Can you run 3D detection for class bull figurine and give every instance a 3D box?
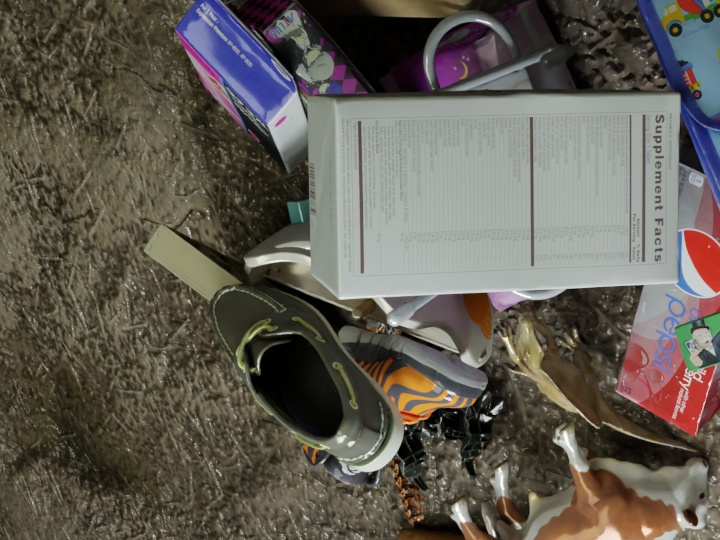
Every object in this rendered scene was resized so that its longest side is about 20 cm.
[{"bbox_3d":[0.167,0.182,1.162,0.200,0.065,0.122,-39,87,25],"label":"bull figurine"}]

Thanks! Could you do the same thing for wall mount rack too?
[{"bbox_3d":[0.073,-0.059,0.979,0.075,0.173,0.201,-123,12,-78],"label":"wall mount rack"}]

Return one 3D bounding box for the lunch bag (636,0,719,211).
[{"bbox_3d":[0.259,-0.111,0.878,0.150,0.094,0.201,-23,91,9],"label":"lunch bag"}]

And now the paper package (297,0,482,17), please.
[{"bbox_3d":[-0.019,-0.259,0.994,0.190,0.104,0.200,9,159,38],"label":"paper package"}]

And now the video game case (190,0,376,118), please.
[{"bbox_3d":[-0.031,-0.127,1.094,0.181,0.036,0.200,48,176,-26],"label":"video game case"}]

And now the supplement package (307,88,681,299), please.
[{"bbox_3d":[0.075,-0.048,0.891,0.110,0.198,0.115,-144,53,-78],"label":"supplement package"}]

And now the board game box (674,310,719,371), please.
[{"bbox_3d":[0.292,0.008,0.875,0.134,0.199,0.029,-27,81,47],"label":"board game box"}]

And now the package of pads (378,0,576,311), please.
[{"bbox_3d":[0.110,-0.078,1.079,0.120,0.076,0.201,-18,103,43],"label":"package of pads"}]

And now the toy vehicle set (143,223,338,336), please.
[{"bbox_3d":[-0.088,0.025,1.260,0.124,0.200,0.027,36,91,19],"label":"toy vehicle set"}]

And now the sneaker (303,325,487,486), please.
[{"bbox_3d":[0.022,0.108,1.116,0.077,0.113,0.200,24,173,-19],"label":"sneaker"}]

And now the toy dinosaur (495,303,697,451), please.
[{"bbox_3d":[0.155,0.085,1.121,0.200,0.058,0.101,36,-166,-35],"label":"toy dinosaur"}]

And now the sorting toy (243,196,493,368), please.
[{"bbox_3d":[0.000,0.000,1.124,0.199,0.180,0.108,21,103,14],"label":"sorting toy"}]

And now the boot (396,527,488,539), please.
[{"bbox_3d":[0.083,0.303,1.283,0.068,0.190,0.199,25,153,-39],"label":"boot"}]

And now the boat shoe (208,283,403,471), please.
[{"bbox_3d":[-0.050,0.065,1.079,0.202,0.060,0.072,41,97,39],"label":"boat shoe"}]

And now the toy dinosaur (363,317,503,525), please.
[{"bbox_3d":[0.044,0.114,1.269,0.136,0.102,0.201,33,153,57],"label":"toy dinosaur"}]

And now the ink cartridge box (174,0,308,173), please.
[{"bbox_3d":[-0.079,-0.131,1.067,0.095,0.037,0.200,46,174,8],"label":"ink cartridge box"}]

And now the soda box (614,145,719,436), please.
[{"bbox_3d":[0.234,0.010,1.030,0.070,0.063,0.201,29,133,26],"label":"soda box"}]
